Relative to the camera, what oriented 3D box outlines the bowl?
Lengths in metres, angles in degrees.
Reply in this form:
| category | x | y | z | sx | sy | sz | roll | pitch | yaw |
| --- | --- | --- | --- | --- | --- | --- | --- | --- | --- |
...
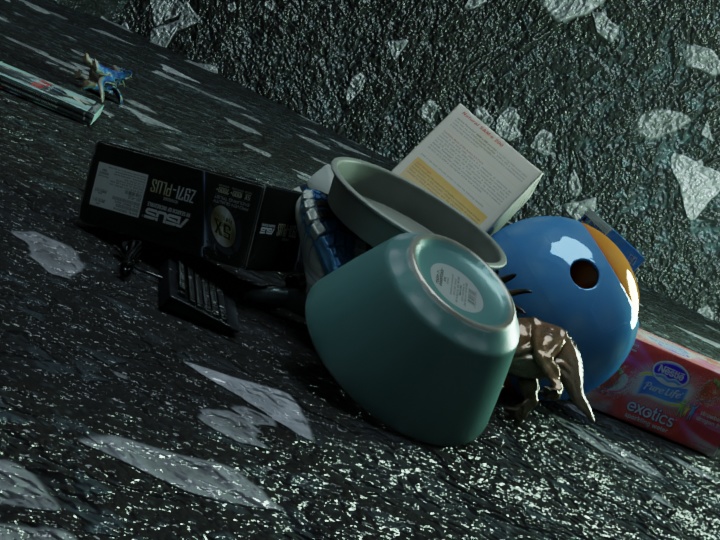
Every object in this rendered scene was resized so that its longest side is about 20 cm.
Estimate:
| category | x | y | z | sx | sy | sz | roll | pitch | yaw |
| --- | --- | --- | --- | --- | --- | --- | --- | --- | --- |
| bowl | 0.062 | 0.044 | 1.298 | 0.200 | 0.105 | 0.201 | 29 | 31 | -19 |

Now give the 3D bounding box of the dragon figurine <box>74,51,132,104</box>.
| category | x | y | z | sx | sy | sz | roll | pitch | yaw |
| --- | --- | --- | --- | --- | --- | --- | --- | --- | --- |
| dragon figurine | -0.427 | -0.324 | 2.526 | 0.099 | 0.059 | 0.200 | 19 | 9 | -29 |

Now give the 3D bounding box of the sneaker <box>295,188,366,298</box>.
| category | x | y | z | sx | sy | sz | roll | pitch | yaw |
| --- | --- | --- | --- | --- | --- | --- | --- | --- | --- |
| sneaker | -0.032 | 0.006 | 1.433 | 0.075 | 0.087 | 0.201 | 14 | 39 | -34 |

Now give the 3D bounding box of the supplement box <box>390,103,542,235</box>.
| category | x | y | z | sx | sy | sz | roll | pitch | yaw |
| --- | --- | --- | --- | --- | --- | --- | --- | --- | --- |
| supplement box | 0.089 | -0.070 | 1.635 | 0.126 | 0.200 | 0.074 | 42 | -19 | 11 |

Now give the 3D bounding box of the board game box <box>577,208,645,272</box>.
| category | x | y | z | sx | sy | sz | roll | pitch | yaw |
| --- | --- | --- | --- | --- | --- | --- | --- | --- | --- |
| board game box | 0.249 | 0.025 | 1.816 | 0.056 | 0.196 | 0.200 | 41 | 8 | -5 |

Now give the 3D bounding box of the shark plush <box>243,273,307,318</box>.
| category | x | y | z | sx | sy | sz | roll | pitch | yaw |
| --- | --- | --- | --- | --- | --- | --- | --- | --- | --- |
| shark plush | -0.015 | 0.044 | 1.469 | 0.199 | 0.091 | 0.083 | 28 | 39 | -9 |

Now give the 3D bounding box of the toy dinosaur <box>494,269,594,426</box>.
| category | x | y | z | sx | sy | sz | roll | pitch | yaw |
| --- | --- | --- | --- | --- | --- | --- | --- | --- | --- |
| toy dinosaur | 0.160 | 0.071 | 1.477 | 0.199 | 0.086 | 0.136 | 23 | 50 | 8 |

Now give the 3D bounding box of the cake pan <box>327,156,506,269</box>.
| category | x | y | z | sx | sy | sz | roll | pitch | yaw |
| --- | --- | --- | --- | --- | --- | --- | --- | --- | --- |
| cake pan | 0.051 | -0.045 | 1.456 | 0.200 | 0.037 | 0.200 | 28 | 16 | -9 |

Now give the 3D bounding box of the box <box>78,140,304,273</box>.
| category | x | y | z | sx | sy | sz | roll | pitch | yaw |
| --- | --- | --- | --- | --- | --- | --- | --- | --- | --- |
| box | -0.159 | -0.063 | 1.516 | 0.199 | 0.087 | 0.164 | 16 | 4 | 20 |

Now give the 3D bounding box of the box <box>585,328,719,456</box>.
| category | x | y | z | sx | sy | sz | roll | pitch | yaw |
| --- | --- | --- | --- | --- | --- | --- | --- | --- | --- |
| box | 0.348 | 0.132 | 1.775 | 0.199 | 0.103 | 0.095 | 23 | 9 | -11 |

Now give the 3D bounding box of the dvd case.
| category | x | y | z | sx | sy | sz | roll | pitch | yaw |
| --- | --- | --- | --- | --- | --- | --- | --- | --- | --- |
| dvd case | -0.484 | -0.270 | 2.192 | 0.199 | 0.022 | 0.146 | 24 | 9 | -8 |

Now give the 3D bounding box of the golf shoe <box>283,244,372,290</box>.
| category | x | y | z | sx | sy | sz | roll | pitch | yaw |
| --- | --- | --- | --- | --- | --- | --- | --- | --- | --- |
| golf shoe | 0.000 | 0.000 | 1.570 | 0.088 | 0.077 | 0.200 | 38 | -19 | -20 |

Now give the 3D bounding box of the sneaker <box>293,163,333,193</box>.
| category | x | y | z | sx | sy | sz | roll | pitch | yaw |
| --- | --- | --- | --- | --- | --- | --- | --- | --- | --- |
| sneaker | 0.006 | -0.030 | 1.686 | 0.201 | 0.080 | 0.076 | 57 | -1 | -7 |

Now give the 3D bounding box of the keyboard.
| category | x | y | z | sx | sy | sz | roll | pitch | yaw |
| --- | --- | --- | --- | --- | --- | --- | --- | --- | --- |
| keyboard | -0.175 | 0.008 | 1.396 | 0.127 | 0.021 | 0.200 | 22 | 8 | -12 |

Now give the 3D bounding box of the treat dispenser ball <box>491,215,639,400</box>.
| category | x | y | z | sx | sy | sz | roll | pitch | yaw |
| --- | --- | --- | --- | --- | --- | --- | --- | --- | --- |
| treat dispenser ball | 0.205 | 0.041 | 1.609 | 0.200 | 0.202 | 0.201 | 23 | 9 | -4 |
